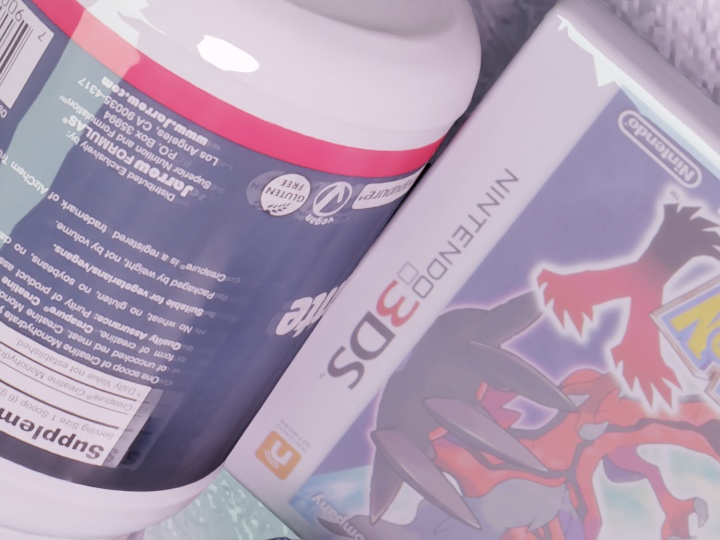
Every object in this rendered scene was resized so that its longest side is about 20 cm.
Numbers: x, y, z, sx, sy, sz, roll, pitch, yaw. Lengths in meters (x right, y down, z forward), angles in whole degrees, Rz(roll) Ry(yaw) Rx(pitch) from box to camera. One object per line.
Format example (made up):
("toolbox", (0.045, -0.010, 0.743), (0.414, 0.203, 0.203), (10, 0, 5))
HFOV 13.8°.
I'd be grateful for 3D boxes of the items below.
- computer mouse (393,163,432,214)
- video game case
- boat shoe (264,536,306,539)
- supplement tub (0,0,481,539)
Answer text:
("computer mouse", (0.000, 0.000, 0.874), (0.200, 0.053, 0.139), (19, 111, 28))
("video game case", (0.079, 0.056, 0.795), (0.200, 0.023, 0.182), (42, 122, 7))
("boat shoe", (0.019, 0.159, 0.839), (0.200, 0.071, 0.091), (56, 168, -3))
("supplement tub", (-0.072, -0.019, 0.797), (0.140, 0.140, 0.200), (46, 118, 23))
